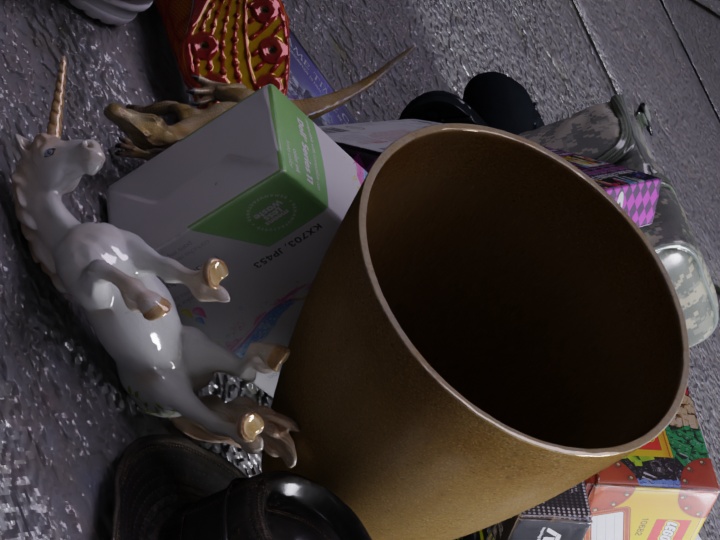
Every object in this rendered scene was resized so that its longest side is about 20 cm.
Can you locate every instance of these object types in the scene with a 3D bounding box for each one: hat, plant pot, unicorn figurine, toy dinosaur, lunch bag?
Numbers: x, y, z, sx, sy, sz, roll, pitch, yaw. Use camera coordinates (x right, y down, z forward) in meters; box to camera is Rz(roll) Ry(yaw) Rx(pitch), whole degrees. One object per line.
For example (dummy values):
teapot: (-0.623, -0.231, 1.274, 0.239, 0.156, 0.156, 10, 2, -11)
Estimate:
hat: (-0.032, 0.154, 0.958, 0.201, 0.081, 0.201, 50, 22, -29)
plant pot: (0.033, 0.061, 1.017, 0.185, 0.200, 0.188, 20, 46, -22)
unicorn figurine: (-0.106, 0.010, 0.965, 0.074, 0.137, 0.202, -31, 118, -32)
toy dinosaur: (-0.065, -0.082, 1.129, 0.199, 0.101, 0.059, -16, 101, -36)
lunch bag: (0.125, -0.019, 1.376, 0.140, 0.199, 0.169, 57, 14, -52)

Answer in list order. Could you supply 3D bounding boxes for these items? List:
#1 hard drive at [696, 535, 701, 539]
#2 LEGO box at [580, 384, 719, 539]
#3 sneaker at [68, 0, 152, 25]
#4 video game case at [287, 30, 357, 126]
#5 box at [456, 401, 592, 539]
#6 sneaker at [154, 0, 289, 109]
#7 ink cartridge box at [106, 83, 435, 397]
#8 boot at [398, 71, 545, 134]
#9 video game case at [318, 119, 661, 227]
hard drive: (0.215, 0.179, 1.569, 0.201, 0.027, 0.132, 58, 21, -8)
LEGO box: (0.128, 0.135, 1.190, 0.076, 0.201, 0.150, 4, 44, -14)
sneaker: (-0.159, -0.196, 1.106, 0.200, 0.082, 0.075, 6, 58, -65)
video game case: (-0.041, -0.081, 1.322, 0.143, 0.019, 0.200, 53, 22, -20)
box: (0.074, 0.111, 1.166, 0.044, 0.161, 0.201, 5, 45, -14)
sneaker: (-0.091, -0.162, 1.230, 0.077, 0.072, 0.201, 111, -36, -66)
ink cartridge box: (-0.032, 0.001, 1.100, 0.200, 0.117, 0.068, 40, 28, -43)
boot: (0.088, -0.100, 1.556, 0.201, 0.076, 0.169, 54, 24, -35)
video game case: (0.069, -0.055, 1.222, 0.200, 0.180, 0.036, -14, 116, -65)
